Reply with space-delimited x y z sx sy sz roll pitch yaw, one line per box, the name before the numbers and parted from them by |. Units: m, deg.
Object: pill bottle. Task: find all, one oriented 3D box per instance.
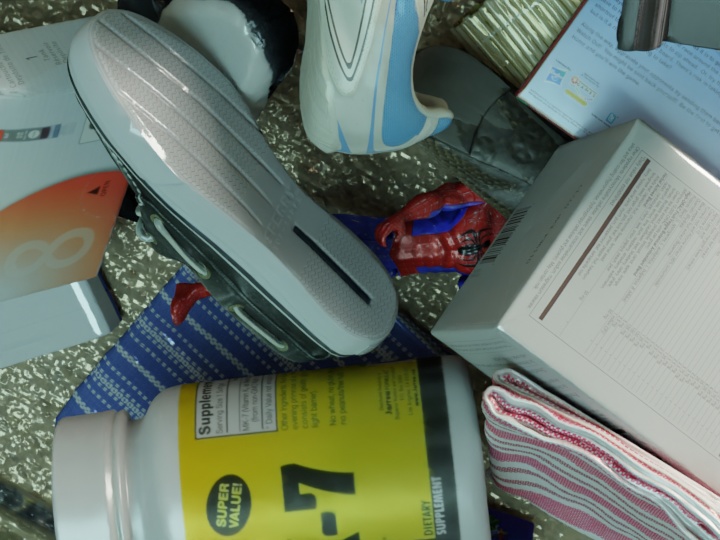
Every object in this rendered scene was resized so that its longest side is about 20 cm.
pill bottle | -0.041 0.107 0.999 0.199 0.114 0.115 -7 111 1

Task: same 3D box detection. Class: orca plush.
orca plush | -0.075 -0.086 1.024 0.105 0.071 0.200 51 141 13

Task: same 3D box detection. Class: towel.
towel | 0.117 0.111 0.942 0.146 0.200 0.030 32 79 12
towel | -0.060 0.066 1.115 0.145 0.024 0.200 42 116 -1

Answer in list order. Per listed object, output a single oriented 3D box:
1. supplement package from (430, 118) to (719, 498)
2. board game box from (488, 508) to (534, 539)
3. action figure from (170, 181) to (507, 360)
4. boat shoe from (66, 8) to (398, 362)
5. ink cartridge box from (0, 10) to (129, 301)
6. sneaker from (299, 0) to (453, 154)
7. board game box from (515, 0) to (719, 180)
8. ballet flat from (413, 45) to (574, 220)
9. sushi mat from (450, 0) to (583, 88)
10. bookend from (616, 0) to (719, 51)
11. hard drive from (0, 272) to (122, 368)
supplement package | 0.152 0.042 0.922 0.200 0.110 0.114 37 80 -9
board game box | -0.024 0.167 1.108 0.199 0.045 0.135 18 119 -1
action figure | 0.000 0.000 1.012 0.199 0.099 0.065 -7 112 6
boat shoe | -0.071 -0.027 0.947 0.071 0.072 0.200 -28 110 39
ink cartridge box | -0.199 -0.037 0.972 0.050 0.200 0.162 55 143 23
sneaker | 0.004 -0.149 0.886 0.072 0.072 0.201 -9 109 -13
board game box | 0.181 -0.064 0.957 0.200 0.019 0.103 36 101 -2
ballet flat | 0.094 -0.034 0.994 0.200 0.046 0.067 38 80 -6
sushi mat | 0.139 -0.068 0.994 0.096 0.012 0.200 -37 98 28
bookend | 0.219 -0.144 0.830 0.198 0.200 0.092 11 116 14
hard drive | -0.226 -0.041 1.116 0.132 0.025 0.200 -17 106 23
